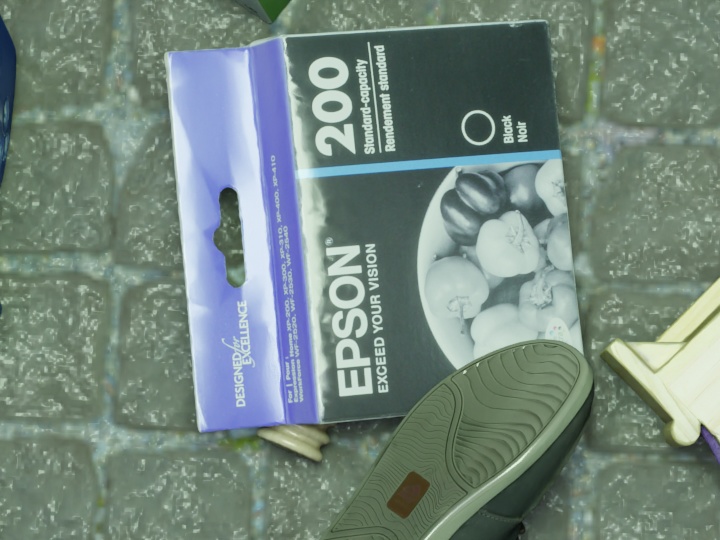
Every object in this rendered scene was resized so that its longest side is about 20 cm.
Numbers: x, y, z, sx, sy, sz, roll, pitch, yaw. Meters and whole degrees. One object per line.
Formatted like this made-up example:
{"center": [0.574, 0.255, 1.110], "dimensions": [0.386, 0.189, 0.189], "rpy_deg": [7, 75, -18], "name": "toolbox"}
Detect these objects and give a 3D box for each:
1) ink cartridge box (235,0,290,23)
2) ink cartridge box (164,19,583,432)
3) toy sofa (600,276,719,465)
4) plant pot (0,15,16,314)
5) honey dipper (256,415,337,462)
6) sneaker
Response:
{"center": [-0.073, -0.185, 1.520], "dimensions": [0.200, 0.104, 0.059], "rpy_deg": [36, 88, 7], "name": "ink cartridge box"}
{"center": [0.008, -0.024, 1.495], "dimensions": [0.199, 0.043, 0.200], "rpy_deg": [-5, 87, -12], "name": "ink cartridge box"}
{"center": [0.221, 0.010, 1.484], "dimensions": [0.200, 0.083, 0.098], "rpy_deg": [-44, 87, -1], "name": "toy sofa"}
{"center": [-0.278, -0.052, 1.465], "dimensions": [0.199, 0.200, 0.181], "rpy_deg": [-4, 75, 2], "name": "plant pot"}
{"center": [0.000, 0.000, 1.528], "dimensions": [0.038, 0.038, 0.201], "rpy_deg": [21, 84, 7], "name": "honey dipper"}
{"center": [0.054, 0.129, 1.476], "dimensions": [0.200, 0.106, 0.075], "rpy_deg": [-46, 47, -3], "name": "sneaker"}
